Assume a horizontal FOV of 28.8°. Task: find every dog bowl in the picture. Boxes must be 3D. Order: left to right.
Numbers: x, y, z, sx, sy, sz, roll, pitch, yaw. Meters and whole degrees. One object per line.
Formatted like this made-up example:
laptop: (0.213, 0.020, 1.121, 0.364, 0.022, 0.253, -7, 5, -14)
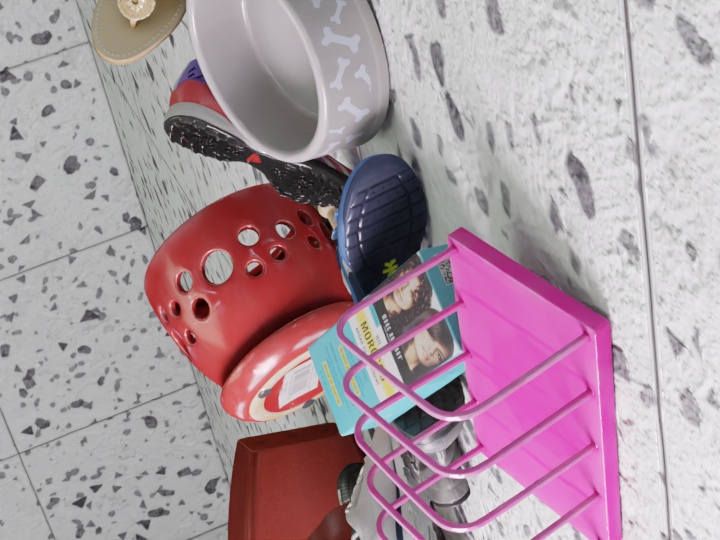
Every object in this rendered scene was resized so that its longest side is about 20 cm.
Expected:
dog bowl: (-0.065, -0.177, 1.113, 0.200, 0.058, 0.201, 38, 146, 32)

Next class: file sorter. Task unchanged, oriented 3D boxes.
file sorter: (0.073, 0.107, 0.906, 0.139, 0.125, 0.201, 36, 148, 43)

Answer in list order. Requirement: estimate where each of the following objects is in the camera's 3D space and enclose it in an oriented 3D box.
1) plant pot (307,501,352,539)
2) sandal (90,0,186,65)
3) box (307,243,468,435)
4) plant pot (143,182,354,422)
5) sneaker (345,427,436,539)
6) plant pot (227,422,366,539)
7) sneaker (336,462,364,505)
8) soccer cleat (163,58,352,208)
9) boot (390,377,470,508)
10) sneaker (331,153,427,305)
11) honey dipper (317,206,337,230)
plant pot: (0.026, 0.346, 1.449, 0.195, 0.199, 0.202, -119, 12, -67)
sandal: (-0.168, -0.279, 1.224, 0.077, 0.212, 0.070, 31, 156, 14)
box: (0.032, 0.056, 1.077, 0.200, 0.049, 0.083, -43, 65, 54)
plant pot: (-0.094, 0.039, 1.437, 0.183, 0.200, 0.201, 54, 163, 21)
sneaker: (0.022, 0.216, 1.356, 0.077, 0.080, 0.201, 53, -158, -33)
plant pot: (-0.070, 0.295, 1.778, 0.200, 0.198, 0.178, 180, 82, -77)
sneaker: (0.037, 0.312, 1.605, 0.201, 0.066, 0.090, 66, 165, -3)
soccer cleat: (-0.077, -0.118, 1.233, 0.068, 0.199, 0.074, -28, 45, 53)
boot: (0.068, 0.152, 1.232, 0.200, 0.069, 0.133, -115, 4, -75)
sneaker: (0.010, -0.027, 1.148, 0.201, 0.073, 0.083, 86, 161, -49)
honey dipper: (0.000, 0.000, 1.323, 0.038, 0.038, 0.201, 83, 164, -48)
